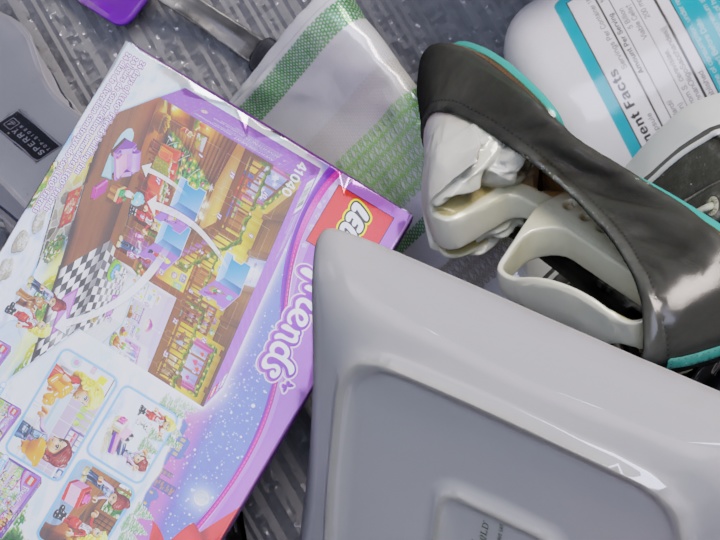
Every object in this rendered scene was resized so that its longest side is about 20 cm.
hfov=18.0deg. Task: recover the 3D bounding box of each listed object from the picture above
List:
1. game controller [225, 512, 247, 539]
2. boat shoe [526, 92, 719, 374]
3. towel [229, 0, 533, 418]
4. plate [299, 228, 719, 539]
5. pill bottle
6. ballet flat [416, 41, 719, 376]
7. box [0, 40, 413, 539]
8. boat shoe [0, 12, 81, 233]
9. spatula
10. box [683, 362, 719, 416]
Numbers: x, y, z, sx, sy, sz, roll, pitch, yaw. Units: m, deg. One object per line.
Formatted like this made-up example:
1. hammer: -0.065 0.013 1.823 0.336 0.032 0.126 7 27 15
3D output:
1. game controller: -0.111 0.077 1.037 0.104 0.042 0.201 -14 81 24
2. boat shoe: 0.110 0.013 0.927 0.070 0.200 0.064 13 48 -19
3. towel: 0.000 0.000 0.978 0.149 0.031 0.201 -45 70 42
4. plate: 0.057 0.101 0.862 0.199 0.032 0.200 23 133 21
5. pill bottle: 0.137 -0.087 0.962 0.199 0.111 0.111 -28 80 8
6. ballet flat: 0.067 -0.025 0.860 0.068 0.068 0.200 -32 45 -21
7. box: -0.086 0.029 0.919 0.136 0.039 0.201 31 88 2
8. boat shoe: -0.152 -0.048 1.026 0.073 0.066 0.200 -30 47 -14
9. spatula: -0.061 -0.110 1.049 0.199 0.021 0.057 35 97 11
10. box: 0.234 0.014 0.881 0.117 0.197 0.200 42 93 3
